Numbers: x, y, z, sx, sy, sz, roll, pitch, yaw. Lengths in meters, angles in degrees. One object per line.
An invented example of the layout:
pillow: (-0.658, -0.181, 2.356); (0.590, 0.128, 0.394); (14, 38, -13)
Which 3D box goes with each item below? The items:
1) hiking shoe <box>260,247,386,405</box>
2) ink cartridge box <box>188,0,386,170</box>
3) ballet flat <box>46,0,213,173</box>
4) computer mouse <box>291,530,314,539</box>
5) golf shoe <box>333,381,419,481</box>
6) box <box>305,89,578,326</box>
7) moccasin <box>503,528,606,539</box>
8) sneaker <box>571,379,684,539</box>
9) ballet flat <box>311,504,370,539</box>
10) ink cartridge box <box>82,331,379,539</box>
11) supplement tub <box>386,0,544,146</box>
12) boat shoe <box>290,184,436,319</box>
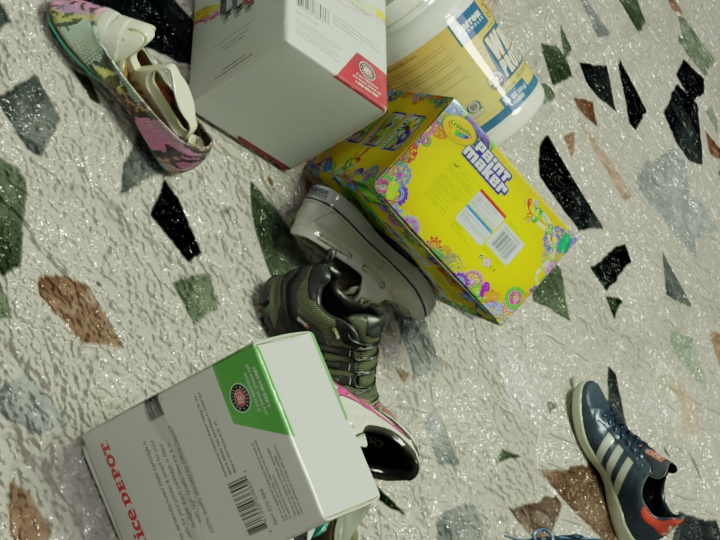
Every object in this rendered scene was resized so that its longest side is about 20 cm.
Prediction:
hiking shoe: (-0.014, 0.082, 1.564); (0.201, 0.100, 0.076); (60, 35, -3)
ink cartridge box: (-0.071, -0.238, 1.666); (0.145, 0.144, 0.201); (30, 46, -36)
ballet flat: (-0.201, -0.180, 1.525); (0.200, 0.071, 0.069); (54, 37, -12)
computer mouse: (-0.085, 0.245, 1.380); (0.044, 0.109, 0.200); (47, 28, -19)
golf shoe: (-0.032, 0.133, 1.486); (0.199, 0.073, 0.092); (22, 5, -24)
box: (0.078, -0.068, 1.680); (0.122, 0.192, 0.200); (-47, 113, -9)
moccasin: (0.193, 0.297, 1.712); (0.200, 0.068, 0.081); (-10, 75, -54)
sneaker: (0.312, 0.212, 1.908); (0.075, 0.084, 0.201); (-10, 75, -54)
ballet flat: (-0.037, 0.255, 1.452); (0.064, 0.067, 0.200); (58, 35, -21)
ink cartridge box: (-0.106, 0.154, 1.315); (0.084, 0.200, 0.147); (-12, 77, -57)
supplement tub: (0.098, -0.235, 1.880); (0.200, 0.144, 0.145); (52, 36, -14)
boat shoe: (0.000, 0.000, 1.676); (0.200, 0.071, 0.070); (46, 69, -38)
